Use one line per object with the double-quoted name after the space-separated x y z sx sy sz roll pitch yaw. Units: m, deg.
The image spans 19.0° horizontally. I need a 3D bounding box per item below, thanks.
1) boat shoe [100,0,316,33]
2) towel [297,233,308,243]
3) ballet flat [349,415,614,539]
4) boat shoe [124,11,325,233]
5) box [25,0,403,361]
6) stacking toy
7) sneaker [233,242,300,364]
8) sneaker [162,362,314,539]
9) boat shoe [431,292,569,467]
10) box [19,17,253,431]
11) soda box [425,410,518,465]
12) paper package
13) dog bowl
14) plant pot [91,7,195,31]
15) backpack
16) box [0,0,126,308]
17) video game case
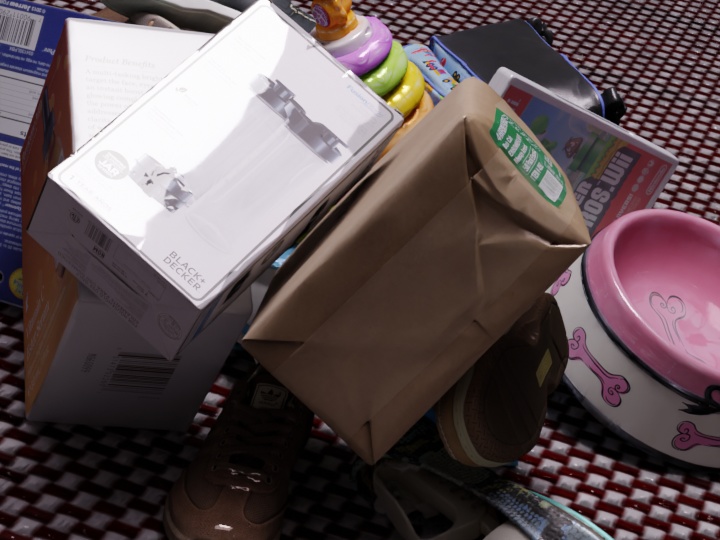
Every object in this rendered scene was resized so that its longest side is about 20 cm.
-0.085 -0.189 1.510 0.199 0.061 0.075 20 -16 -29 "boat shoe"
0.000 0.000 1.438 0.018 0.087 0.199 8 -2 -36 "towel"
0.070 0.153 1.249 0.074 0.075 0.199 -10 30 -44 "ballet flat"
-0.095 -0.095 1.465 0.200 0.076 0.072 51 19 17 "boat shoe"
-0.080 -0.056 1.227 0.116 0.060 0.200 40 53 5 "box"
-0.003 -0.133 1.469 0.110 0.201 0.116 -35 37 -21 "stacking toy"
-0.094 0.009 1.469 0.076 0.081 0.200 -2 14 -29 "sneaker"
-0.068 0.101 1.259 0.070 0.076 0.200 13 22 1 "sneaker"
0.069 0.071 1.287 0.076 0.072 0.200 -11 10 20 "boat shoe"
-0.142 -0.026 1.316 0.106 0.152 0.201 5 57 -19 "box"
0.048 0.054 1.453 0.067 0.065 0.200 4 23 -22 "soda box"
0.034 -0.007 1.251 0.103 0.191 0.200 43 11 -5 "paper package"
0.225 0.040 1.486 0.199 0.074 0.201 18 40 -15 "dog bowl"
-0.166 -0.112 1.583 0.200 0.201 0.198 26 33 30 "plant pot"
0.110 -0.069 1.634 0.134 0.201 0.183 -11 31 -15 "backpack"
-0.230 -0.080 1.458 0.120 0.201 0.032 15 -2 21 "box"
0.128 -0.048 1.515 0.199 0.144 0.017 21 15 -44 "video game case"
